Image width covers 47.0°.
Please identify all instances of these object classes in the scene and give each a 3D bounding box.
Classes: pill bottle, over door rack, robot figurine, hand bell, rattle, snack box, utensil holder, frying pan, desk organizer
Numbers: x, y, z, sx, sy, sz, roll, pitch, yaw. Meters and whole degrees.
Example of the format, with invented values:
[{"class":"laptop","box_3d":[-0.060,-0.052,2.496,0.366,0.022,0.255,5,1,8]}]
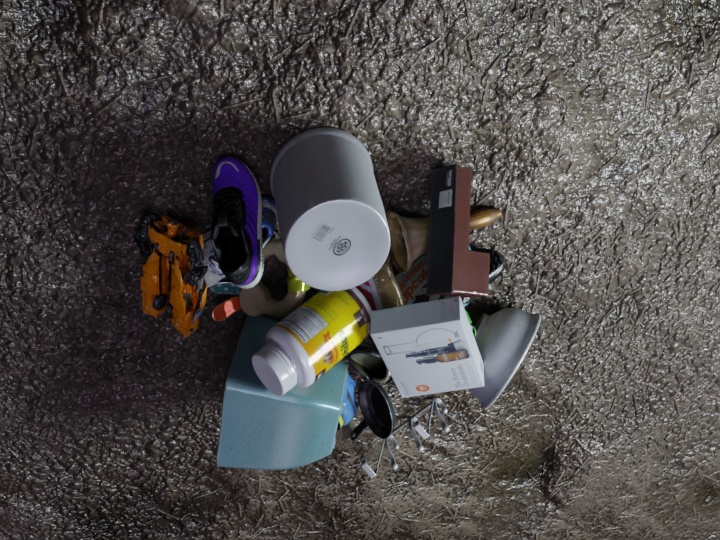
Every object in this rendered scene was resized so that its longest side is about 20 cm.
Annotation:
[{"class":"pill bottle","box_3d":[-0.077,0.111,1.332,0.199,0.108,0.111,-37,135,-29]},{"class":"over door rack","box_3d":[0.094,0.331,1.600,0.147,0.200,0.067,-40,85,17]},{"class":"robot figurine","box_3d":[-0.301,0.002,1.327,0.143,0.058,0.203,26,126,18]},{"class":"hand bell","box_3d":[0.148,-0.071,1.390,0.197,0.105,0.106,-15,129,-16]},{"class":"rattle","box_3d":[-0.147,0.020,1.416,0.199,0.143,0.131,-36,94,33]},{"class":"snack box","box_3d":[0.116,0.036,1.426,0.199,0.117,0.037,-36,139,15]},{"class":"utensil holder","box_3d":[-0.046,-0.092,1.247,0.167,0.201,0.172,-6,128,-8]},{"class":"frying pan","box_3d":[0.029,0.295,1.611,0.031,0.115,0.193,-18,133,-29]},{"class":"desk organizer","box_3d":[0.159,-0.059,1.320,0.076,0.071,0.204,6,83,-29]}]

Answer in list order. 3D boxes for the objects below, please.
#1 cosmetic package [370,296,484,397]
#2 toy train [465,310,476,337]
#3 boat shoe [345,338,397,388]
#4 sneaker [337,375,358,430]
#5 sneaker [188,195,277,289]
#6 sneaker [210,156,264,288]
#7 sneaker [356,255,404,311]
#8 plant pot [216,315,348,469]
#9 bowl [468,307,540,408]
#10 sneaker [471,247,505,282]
[{"class":"cosmetic package","box_3d":[0.114,0.132,1.368,0.148,0.052,0.201,-9,139,16]},{"class":"toy train","box_3d":[0.150,0.138,1.513,0.041,0.057,0.201,-11,154,-29]},{"class":"boat shoe","box_3d":[0.038,0.185,1.552,0.200,0.066,0.072,34,113,-31]},{"class":"sneaker","box_3d":[-0.056,0.202,1.558,0.078,0.065,0.203,-38,122,-32]},{"class":"sneaker","box_3d":[-0.209,-0.033,1.328,0.077,0.086,0.200,34,114,-31]},{"class":"sneaker","box_3d":[-0.190,-0.078,1.234,0.068,0.204,0.099,-11,173,12]},{"class":"sneaker","box_3d":[0.000,0.000,1.406,0.071,0.111,0.204,-26,104,-43]},{"class":"plant pot","box_3d":[-0.128,0.222,1.436,0.196,0.197,0.199,11,125,-2]},{"class":"bowl","box_3d":[0.240,0.142,1.511,0.090,0.201,0.203,32,118,3]},{"class":"sneaker","box_3d":[0.175,0.034,1.478,0.198,0.071,0.090,-31,141,12]}]
